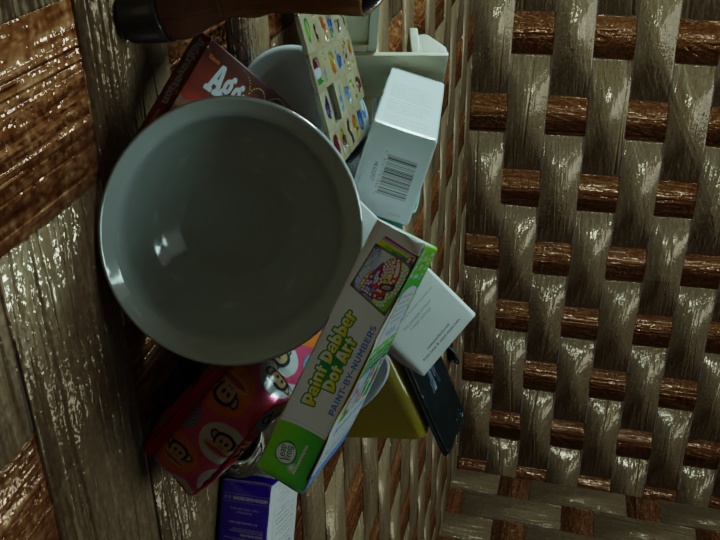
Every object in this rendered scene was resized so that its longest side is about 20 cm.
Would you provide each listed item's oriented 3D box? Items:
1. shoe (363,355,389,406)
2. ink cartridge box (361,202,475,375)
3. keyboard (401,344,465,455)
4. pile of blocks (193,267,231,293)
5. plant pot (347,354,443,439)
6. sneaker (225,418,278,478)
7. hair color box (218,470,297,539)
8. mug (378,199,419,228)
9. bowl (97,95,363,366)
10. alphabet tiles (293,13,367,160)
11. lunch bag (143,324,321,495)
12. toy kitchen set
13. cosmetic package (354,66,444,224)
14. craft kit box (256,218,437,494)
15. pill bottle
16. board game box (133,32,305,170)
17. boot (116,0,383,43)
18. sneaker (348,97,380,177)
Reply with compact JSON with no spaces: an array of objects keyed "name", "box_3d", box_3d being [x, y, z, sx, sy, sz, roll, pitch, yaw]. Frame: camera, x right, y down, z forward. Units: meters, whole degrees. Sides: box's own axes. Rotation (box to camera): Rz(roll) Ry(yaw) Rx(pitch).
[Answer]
[{"name":"shoe","box_3d":[-0.049,0.150,1.012,0.072,0.199,0.091,54,5,7]},{"name":"ink cartridge box","box_3d":[0.000,0.000,0.883,0.084,0.200,0.144,-47,-167,-7]},{"name":"keyboard","box_3d":[0.087,0.114,1.069,0.128,0.020,0.202,-58,134,-45]},{"name":"pile of blocks","box_3d":[-0.132,0.015,0.837,0.063,0.081,0.200,63,-5,17]},{"name":"plant pot","box_3d":[-0.015,0.074,1.096,0.201,0.197,0.178,-72,151,-42]},{"name":"sneaker","box_3d":[-0.105,0.119,0.927,0.076,0.069,0.203,90,9,-81]},{"name":"hair color box","box_3d":[-0.119,0.324,0.996,0.109,0.064,0.203,-9,103,-77]},{"name":"mug","box_3d":[0.027,-0.126,1.322,0.186,0.113,0.154,-68,160,-52]},{"name":"bowl","box_3d":[-0.098,-0.034,0.694,0.090,0.198,0.204,-115,-152,-80]},{"name":"alphabet tiles","box_3d":[-0.026,-0.200,0.839,0.200,0.007,0.169,-65,142,-69]},{"name":"lunch bag","box_3d":[-0.102,0.108,0.797,0.176,0.082,0.200,-49,179,32]},{"name":"toy kitchen set","box_3d":[0.019,-0.314,1.078,0.201,0.161,0.183,95,-6,-60]},{"name":"cosmetic package","box_3d":[0.042,-0.143,0.966,0.201,0.073,0.103,-79,-173,-62]},{"name":"craft kit box","box_3d":[-0.001,0.060,0.708,0.199,0.048,0.200,-61,174,3]},{"name":"pill bottle","box_3d":[-0.052,-0.167,0.962,0.200,0.111,0.114,11,85,-77]},{"name":"board game box","box_3d":[-0.110,-0.119,0.766,0.104,0.019,0.200,-60,156,1]},{"name":"boot","box_3d":[-0.064,-0.239,0.672,0.189,0.197,0.069,-64,146,-54]},{"name":"sneaker","box_3d":[-0.008,-0.150,1.183,0.103,0.060,0.203,-7,103,-35]}]
